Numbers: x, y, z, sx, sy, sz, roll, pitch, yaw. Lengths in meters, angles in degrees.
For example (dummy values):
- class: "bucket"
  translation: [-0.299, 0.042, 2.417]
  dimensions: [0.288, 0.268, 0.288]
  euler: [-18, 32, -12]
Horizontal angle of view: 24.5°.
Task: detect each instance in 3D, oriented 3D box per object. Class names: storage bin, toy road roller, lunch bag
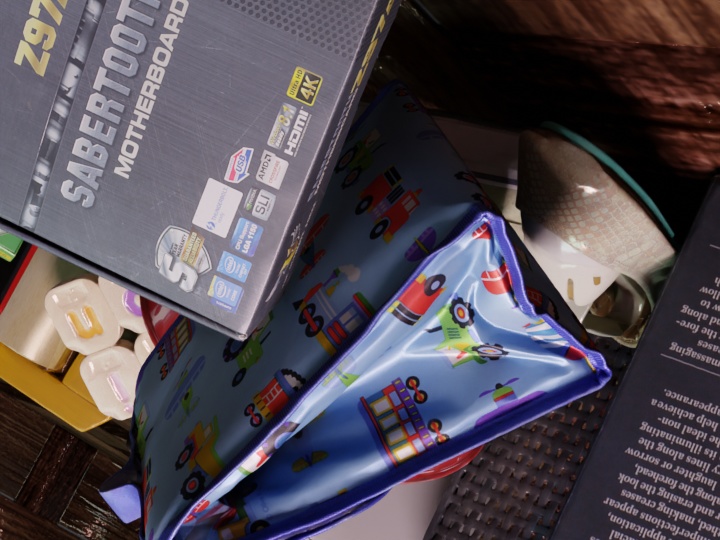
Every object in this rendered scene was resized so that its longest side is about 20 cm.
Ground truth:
- class: "storage bin"
  translation: [0.133, 0.120, 0.919]
  dimensions: [0.094, 0.201, 0.135]
  euler: [13, 160, 41]
- class: "toy road roller"
  translation: [-0.148, 0.049, 1.145]
  dimensions: [0.200, 0.123, 0.146]
  euler: [33, -174, -1]
- class: "lunch bag"
  translation: [-0.024, 0.036, 0.663]
  dimensions: [0.094, 0.200, 0.151]
  euler: [51, -174, -26]

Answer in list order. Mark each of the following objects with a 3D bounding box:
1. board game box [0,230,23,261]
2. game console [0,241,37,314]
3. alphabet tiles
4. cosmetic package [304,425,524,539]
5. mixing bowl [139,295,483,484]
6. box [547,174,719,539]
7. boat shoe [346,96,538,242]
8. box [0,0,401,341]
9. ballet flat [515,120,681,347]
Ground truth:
- class: "board game box"
  translation: [-0.251, -0.113, 0.931]
  dimensions: [0.200, 0.135, 0.029]
  euler: [31, 165, -12]
- class: "game console"
  translation: [-0.261, -0.085, 0.956]
  dimensions: [0.200, 0.177, 0.031]
  euler: [30, 164, -12]
- class: "alphabet tiles"
  translation: [-0.092, 0.020, 1.033]
  dimensions: [0.015, 0.199, 0.196]
  euler: [-74, -40, -68]
- class: "cosmetic package"
  translation: [0.048, 0.098, 0.995]
  dimensions: [0.081, 0.201, 0.113]
  euler: [23, 166, 16]
- class: "mixing bowl"
  translation: [0.000, 0.000, 0.840]
  dimensions: [0.200, 0.200, 0.109]
  euler: [27, 122, -1]
- class: "box"
  translation: [0.174, 0.087, 0.734]
  dimensions: [0.107, 0.201, 0.148]
  euler: [20, 165, 25]
- class: "boat shoe"
  translation: [-0.007, -0.047, 0.744]
  dimensions: [0.199, 0.062, 0.072]
  euler: [10, -171, -4]
- class: "box"
  translation: [-0.071, -0.096, 0.576]
  dimensions: [0.157, 0.201, 0.051]
  euler: [26, -156, 6]
- class: "ballet flat"
  translation: [0.108, -0.005, 0.740]
  dimensions: [0.067, 0.062, 0.200]
  euler: [34, -179, 30]
